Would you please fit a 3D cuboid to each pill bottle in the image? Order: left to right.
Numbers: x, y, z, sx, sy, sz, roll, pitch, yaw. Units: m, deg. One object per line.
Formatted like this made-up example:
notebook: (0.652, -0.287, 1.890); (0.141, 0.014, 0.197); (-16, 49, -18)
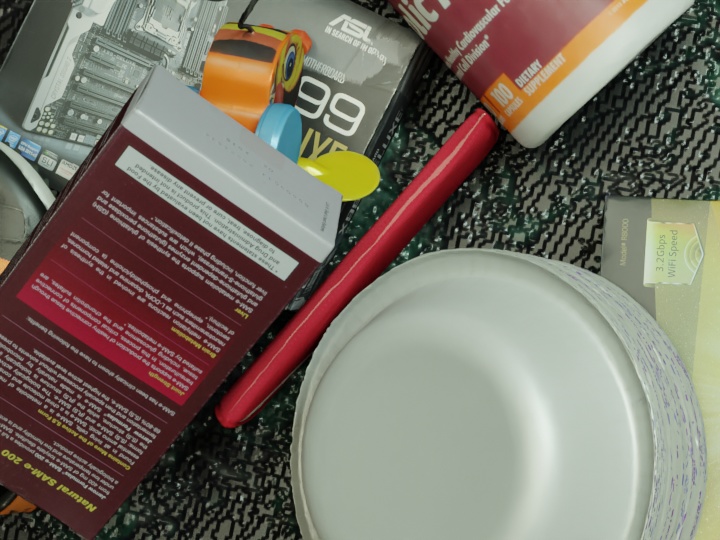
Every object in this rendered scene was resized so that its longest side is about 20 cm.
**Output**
pill bottle: (0.057, -0.168, 0.867); (0.114, 0.114, 0.200); (-43, 89, 5)

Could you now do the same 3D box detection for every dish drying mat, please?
dish drying mat: (0.000, 0.000, 0.897); (0.018, 0.077, 0.200); (42, 94, 5)

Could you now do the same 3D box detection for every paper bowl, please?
paper bowl: (0.053, 0.089, 0.836); (0.201, 0.104, 0.201); (-3, 84, 34)

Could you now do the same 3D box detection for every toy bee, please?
toy bee: (-0.048, -0.074, 0.859); (0.131, 0.109, 0.200); (31, 117, 3)

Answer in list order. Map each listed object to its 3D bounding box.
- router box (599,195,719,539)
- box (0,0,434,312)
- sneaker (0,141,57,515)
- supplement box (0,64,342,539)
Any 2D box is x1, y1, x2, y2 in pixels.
router box: (0.193, 0.066, 0.870); (0.157, 0.052, 0.200); (2, 86, 11)
box: (-0.083, -0.091, 0.931); (0.200, 0.050, 0.158); (28, 92, 11)
sneaker: (-0.187, 0.028, 0.899); (0.070, 0.090, 0.200); (-15, 97, 42)
supplement box: (-0.110, 0.018, 0.813); (0.109, 0.061, 0.200); (35, 113, -13)
